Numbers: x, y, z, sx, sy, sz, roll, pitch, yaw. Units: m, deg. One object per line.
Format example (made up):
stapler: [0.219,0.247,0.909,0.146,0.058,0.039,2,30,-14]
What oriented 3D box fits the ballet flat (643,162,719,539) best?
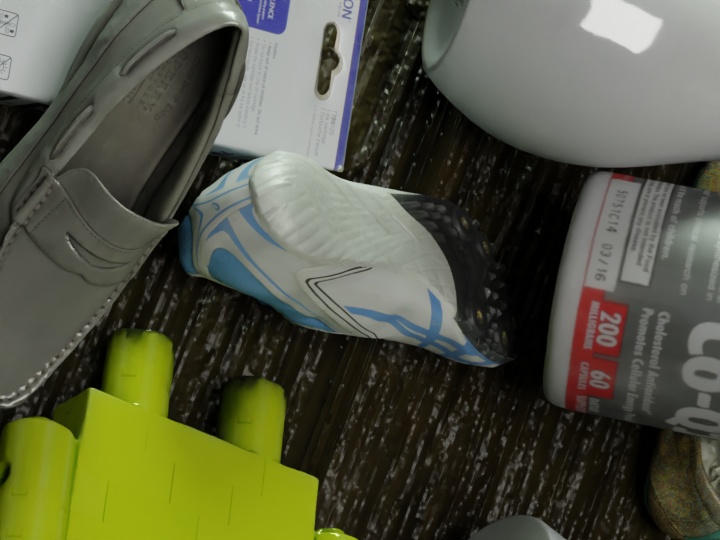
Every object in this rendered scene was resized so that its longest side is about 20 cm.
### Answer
ballet flat: [0.191,0.038,1.177,0.070,0.071,0.201,17,79,-32]

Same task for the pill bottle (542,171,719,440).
pill bottle: [0.192,0.027,1.090,0.199,0.114,0.115,11,80,10]

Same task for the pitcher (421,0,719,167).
pitcher: [0.131,-0.110,1.114,0.199,0.172,0.122,15,107,-13]

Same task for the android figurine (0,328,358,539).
android figurine: [-0.077,0.128,0.975,0.181,0.041,0.201,26,53,-30]

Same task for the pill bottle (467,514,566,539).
pill bottle: [0.122,0.204,1.099,0.200,0.112,0.113,41,68,-26]

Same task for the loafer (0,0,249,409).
loafer: [-0.109,-0.029,0.950,0.070,0.070,0.201,22,100,-34]

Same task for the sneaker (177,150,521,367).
sneaker: [0.000,0.000,1.060,0.199,0.072,0.072,24,54,-44]

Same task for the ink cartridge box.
ink cartridge box: [-0.091,-0.108,1.009,0.199,0.039,0.100,13,82,-31]
